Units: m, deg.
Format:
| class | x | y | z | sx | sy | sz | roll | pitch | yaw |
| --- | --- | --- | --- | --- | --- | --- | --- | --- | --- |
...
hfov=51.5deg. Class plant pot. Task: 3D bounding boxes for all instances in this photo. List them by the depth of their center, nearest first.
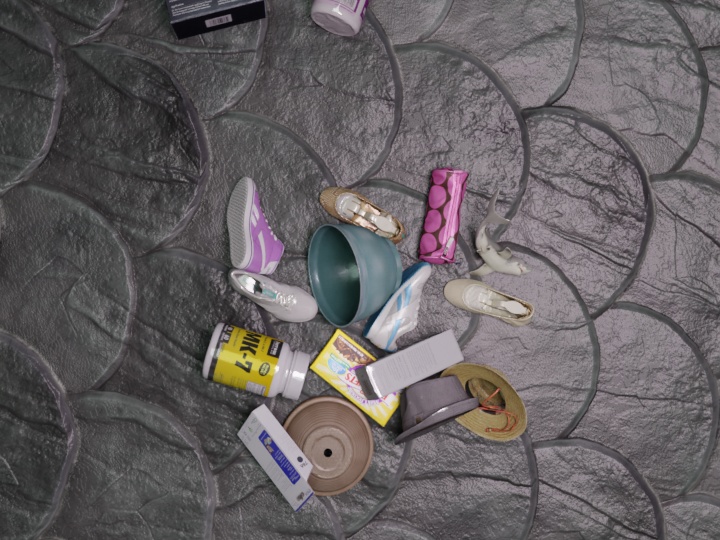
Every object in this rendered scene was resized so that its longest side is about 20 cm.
| class | x | y | z | sx | sy | sz | roll | pitch | yaw |
| --- | --- | --- | --- | --- | --- | --- | --- | --- | --- |
| plant pot | 0.000 | 0.000 | 1.490 | 0.132 | 0.199 | 0.205 | -11 | 89 | -31 |
| plant pot | -0.068 | 0.360 | 1.509 | 0.196 | 0.093 | 0.206 | 0 | 89 | -4 |

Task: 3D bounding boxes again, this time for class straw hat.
| class | x | y | z | sx | sy | sz | roll | pitch | yaw |
| --- | --- | --- | --- | --- | --- | --- | --- | --- | --- |
| straw hat | 0.264 | 0.247 | 1.542 | 0.201 | 0.201 | 0.085 | 45 | 46 | -2 |

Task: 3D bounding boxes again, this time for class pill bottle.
| class | x | y | z | sx | sy | sz | roll | pitch | yaw |
| --- | --- | --- | --- | --- | --- | --- | --- | --- | --- |
| pill bottle | -0.206 | 0.185 | 1.490 | 0.196 | 0.114 | 0.117 | 17 | 87 | -5 |
| pill bottle | -0.024 | -0.599 | 1.533 | 0.110 | 0.112 | 0.204 | 20 | 86 | -4 |

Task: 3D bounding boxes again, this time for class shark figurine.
| class | x | y | z | sx | sy | sz | roll | pitch | yaw |
| --- | --- | --- | --- | --- | --- | --- | --- | --- | --- |
| shark figurine | 0.270 | -0.069 | 1.551 | 0.126 | 0.216 | 0.091 | -12 | 47 | 22 |

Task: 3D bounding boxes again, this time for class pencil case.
| class | x | y | z | sx | sy | sz | roll | pitch | yaw |
| --- | --- | --- | --- | --- | --- | --- | --- | --- | --- |
| pencil case | 0.176 | -0.114 | 1.546 | 0.089 | 0.094 | 0.204 | 8 | 87 | -5 |

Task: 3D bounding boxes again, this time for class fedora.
| class | x | y | z | sx | sy | sz | roll | pitch | yaw |
| --- | --- | --- | --- | --- | --- | --- | --- | --- | --- |
| fedora | 0.140 | 0.267 | 1.493 | 0.175 | 0.200 | 0.092 | -9 | 68 | -40 |

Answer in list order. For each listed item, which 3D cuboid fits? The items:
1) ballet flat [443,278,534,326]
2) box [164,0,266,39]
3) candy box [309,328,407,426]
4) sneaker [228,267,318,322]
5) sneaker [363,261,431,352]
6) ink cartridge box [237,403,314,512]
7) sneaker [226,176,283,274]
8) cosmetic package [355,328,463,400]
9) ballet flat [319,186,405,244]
| class | x | y | z | sx | sy | sz | roll | pitch | yaw |
| --- | --- | --- | --- | --- | --- | --- | --- | --- | --- |
| ballet flat | 0.273 | 0.064 | 1.563 | 0.196 | 0.069 | 0.071 | 17 | 87 | -4 |
| box | -0.307 | -0.594 | 1.510 | 0.196 | 0.104 | 0.186 | -15 | 91 | -6 |
| candy box | 0.000 | 0.222 | 1.552 | 0.199 | 0.026 | 0.103 | 38 | 86 | -3 |
| sneaker | -0.179 | 0.051 | 1.509 | 0.197 | 0.088 | 0.076 | 23 | 85 | -4 |
| sneaker | 0.090 | 0.073 | 1.547 | 0.080 | 0.077 | 0.201 | 35 | 92 | -11 |
| ink cartridge box | -0.159 | 0.371 | 1.474 | 0.039 | 0.100 | 0.201 | -26 | 71 | -45 |
| sneaker | -0.211 | -0.087 | 1.530 | 0.113 | 0.072 | 0.205 | 16 | 63 | -42 |
| cosmetic package | 0.098 | 0.190 | 1.508 | 0.197 | 0.102 | 0.075 | -23 | 85 | -17 |
| ballet flat | 0.008 | -0.119 | 1.543 | 0.197 | 0.065 | 0.072 | 25 | 86 | -4 |
